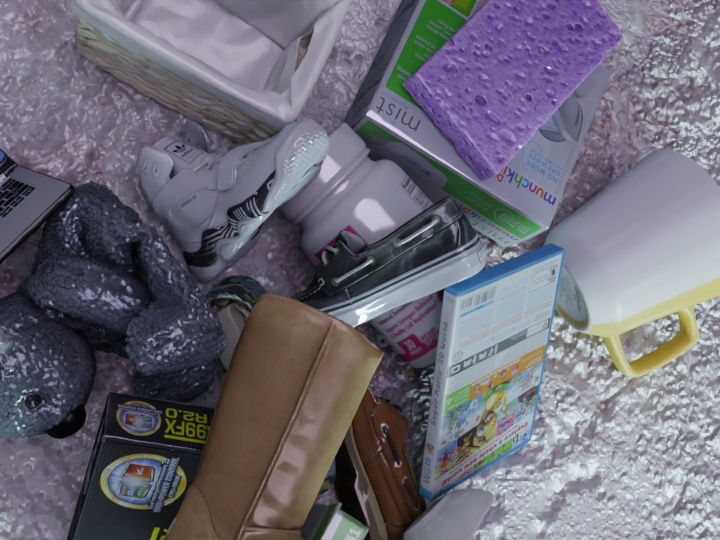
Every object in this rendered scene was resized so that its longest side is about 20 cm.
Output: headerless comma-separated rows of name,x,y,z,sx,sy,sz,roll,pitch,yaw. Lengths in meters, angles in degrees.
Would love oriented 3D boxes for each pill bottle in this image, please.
pill bottle,0.019,-0.023,0.864,0.200,0.113,0.113,46,71,-7

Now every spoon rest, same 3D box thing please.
spoon rest,0.047,0.241,0.790,0.061,0.100,0.199,48,41,10

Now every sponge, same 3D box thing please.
sponge,0.139,-0.187,0.873,0.112,0.030,0.200,47,68,-8

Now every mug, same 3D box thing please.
mug,0.262,0.002,0.931,0.152,0.149,0.188,-27,85,-12

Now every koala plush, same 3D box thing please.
koala plush,-0.232,0.052,0.748,0.199,0.178,0.185,-34,81,-19

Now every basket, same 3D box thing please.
basket,-0.130,-0.209,0.835,0.198,0.123,0.137,28,74,-14

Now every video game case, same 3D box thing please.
video game case,0.113,0.087,0.849,0.142,0.018,0.202,-20,125,-40

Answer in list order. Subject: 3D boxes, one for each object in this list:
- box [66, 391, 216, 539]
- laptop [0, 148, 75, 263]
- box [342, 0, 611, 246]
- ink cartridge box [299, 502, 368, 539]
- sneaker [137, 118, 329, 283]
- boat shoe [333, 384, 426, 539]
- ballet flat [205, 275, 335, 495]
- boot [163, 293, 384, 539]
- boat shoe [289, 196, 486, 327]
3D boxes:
box,-0.133,0.187,0.748,0.158,0.201,0.045,12,36,-18
laptop,-0.348,-0.049,0.734,0.188,0.199,0.116,-48,125,-18
box,0.104,-0.151,0.921,0.199,0.097,0.178,30,72,-13
ink cartridge box,-0.045,0.251,0.755,0.048,0.200,0.147,30,74,-3
sneaker,-0.112,-0.080,0.793,0.115,0.200,0.075,48,45,1
boat shoe,0.003,0.139,0.863,0.067,0.072,0.203,-18,98,-24
ballet flat,-0.084,0.102,0.831,0.074,0.074,0.202,-24,85,-20
boot,-0.029,0.135,0.653,0.173,0.066,0.202,24,67,-1
boat shoe,0.000,0.000,0.785,0.198,0.072,0.072,-24,97,12
